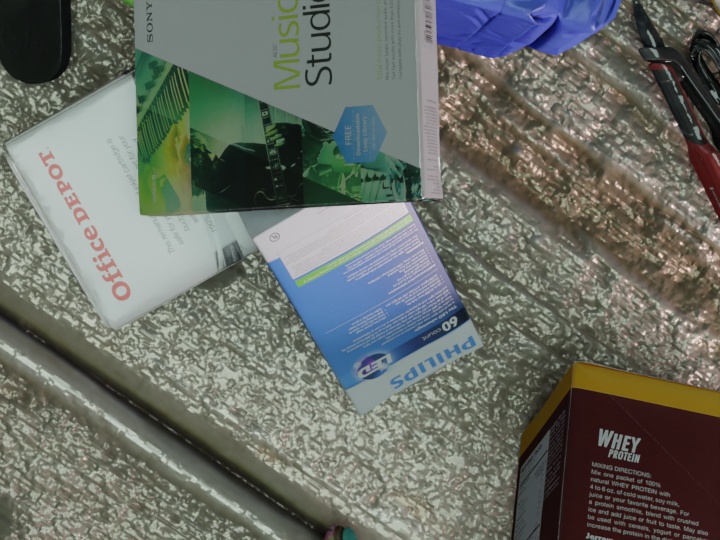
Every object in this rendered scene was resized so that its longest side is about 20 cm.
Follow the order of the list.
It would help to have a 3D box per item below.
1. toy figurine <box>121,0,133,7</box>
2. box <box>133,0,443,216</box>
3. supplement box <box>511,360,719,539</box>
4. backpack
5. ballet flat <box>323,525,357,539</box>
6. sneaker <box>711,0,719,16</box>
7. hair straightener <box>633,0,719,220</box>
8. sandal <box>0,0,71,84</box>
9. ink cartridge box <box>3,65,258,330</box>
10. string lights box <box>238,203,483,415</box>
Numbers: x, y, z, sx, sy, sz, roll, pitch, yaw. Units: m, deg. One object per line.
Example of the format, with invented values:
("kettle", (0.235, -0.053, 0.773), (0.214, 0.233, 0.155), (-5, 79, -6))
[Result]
("toy figurine", (-0.089, -0.238, 1.235), (0.199, 0.184, 0.151), (-6, 98, -5))
("box", (-0.048, -0.109, 1.184), (0.199, 0.036, 0.145), (-3, 88, 26))
("supplement box", (0.211, 0.194, 1.302), (0.197, 0.133, 0.201), (12, 62, -6))
("backpack", (0.102, -0.250, 1.266), (0.167, 0.162, 0.201), (14, 84, -13))
("ballet flat", (-0.006, 0.283, 1.379), (0.071, 0.069, 0.201), (-19, 100, 18))
("sneaker", (0.261, -0.235, 1.304), (0.075, 0.090, 0.201), (-19, 100, 24))
("hair straightener", (0.255, -0.115, 1.362), (0.077, 0.041, 0.200), (-32, 94, -15))
("sandal", (-0.227, -0.224, 1.281), (0.075, 0.045, 0.201), (4, 101, 29))
("ink cartridge box", (-0.118, -0.074, 1.304), (0.200, 0.086, 0.147), (-29, 100, 0))
("string lights box", (0.000, 0.000, 1.285), (0.103, 0.059, 0.200), (-29, 136, -1))
